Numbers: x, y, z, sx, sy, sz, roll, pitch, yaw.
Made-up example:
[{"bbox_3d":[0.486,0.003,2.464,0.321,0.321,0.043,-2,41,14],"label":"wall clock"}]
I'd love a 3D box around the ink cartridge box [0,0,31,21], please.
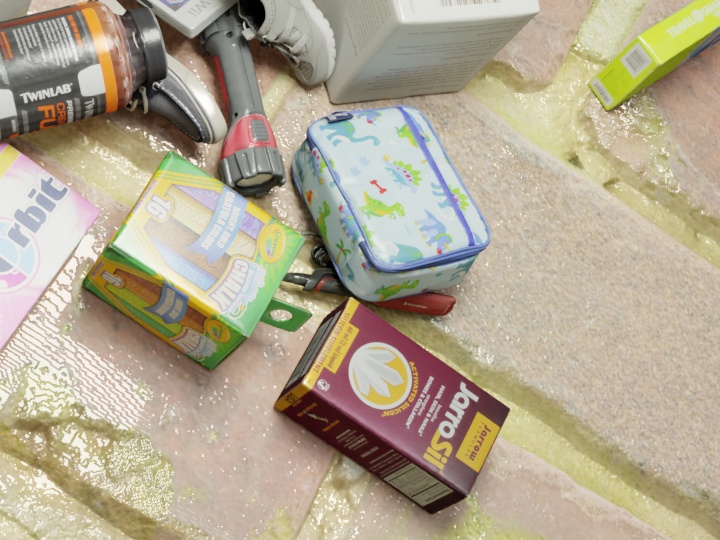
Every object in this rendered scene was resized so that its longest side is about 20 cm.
[{"bbox_3d":[-0.364,-0.263,1.480,0.048,0.200,0.145,48,60,2],"label":"ink cartridge box"}]

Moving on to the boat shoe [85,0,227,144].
[{"bbox_3d":[-0.229,-0.180,1.581,0.200,0.075,0.093,44,65,13],"label":"boat shoe"}]

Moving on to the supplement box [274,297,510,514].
[{"bbox_3d":[0.032,0.135,1.569,0.199,0.086,0.111,35,61,-8],"label":"supplement box"}]

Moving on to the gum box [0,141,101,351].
[{"bbox_3d":[-0.339,-0.013,1.473,0.113,0.066,0.201,37,61,-9],"label":"gum box"}]

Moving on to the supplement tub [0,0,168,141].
[{"bbox_3d":[-0.284,-0.189,1.485,0.199,0.107,0.108,-17,78,-16],"label":"supplement tub"}]

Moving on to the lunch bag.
[{"bbox_3d":[0.032,-0.074,1.629,0.160,0.083,0.201,-9,61,-31],"label":"lunch bag"}]

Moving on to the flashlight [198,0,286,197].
[{"bbox_3d":[-0.128,-0.176,1.632,0.067,0.068,0.201,-17,71,7],"label":"flashlight"}]

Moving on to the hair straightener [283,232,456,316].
[{"bbox_3d":[0.000,0.000,1.641,0.199,0.041,0.077,5,54,-16],"label":"hair straightener"}]

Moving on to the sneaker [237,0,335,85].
[{"bbox_3d":[-0.090,-0.257,1.628,0.075,0.200,0.082,30,68,39],"label":"sneaker"}]

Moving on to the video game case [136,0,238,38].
[{"bbox_3d":[-0.202,-0.334,1.643,0.200,0.018,0.143,36,59,15],"label":"video game case"}]

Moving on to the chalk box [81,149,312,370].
[{"bbox_3d":[-0.142,0.006,1.520,0.199,0.124,0.124,34,61,-7],"label":"chalk box"}]

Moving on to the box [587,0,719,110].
[{"bbox_3d":[0.368,-0.267,1.844,0.200,0.122,0.048,-33,84,-30],"label":"box"}]

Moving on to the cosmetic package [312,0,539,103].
[{"bbox_3d":[0.055,-0.295,1.673,0.166,0.200,0.167,-9,75,-26],"label":"cosmetic package"}]
